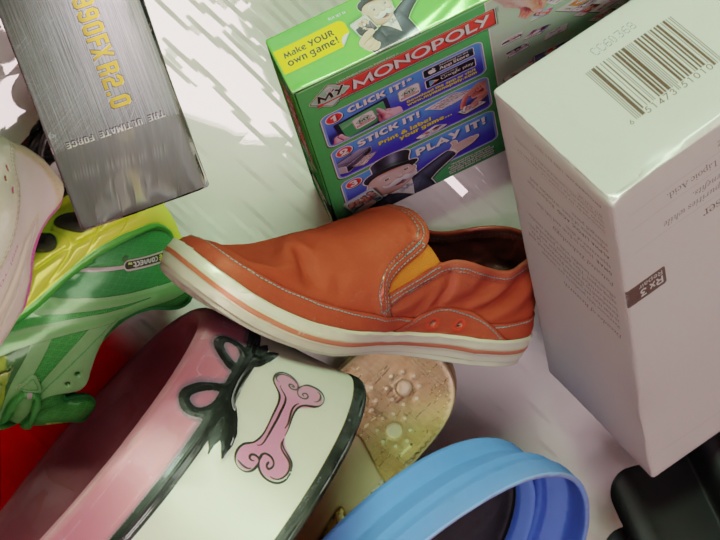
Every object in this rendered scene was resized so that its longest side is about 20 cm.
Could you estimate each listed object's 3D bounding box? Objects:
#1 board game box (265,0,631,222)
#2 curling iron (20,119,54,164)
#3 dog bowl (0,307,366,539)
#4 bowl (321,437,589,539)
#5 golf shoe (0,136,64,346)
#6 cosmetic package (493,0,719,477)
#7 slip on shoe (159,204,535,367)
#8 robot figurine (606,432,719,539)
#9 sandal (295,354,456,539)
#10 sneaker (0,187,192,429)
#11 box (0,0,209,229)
[{"bbox_3d":[0.066,-0.096,1.014,0.200,0.029,0.135,-26,156,-4],"label":"board game box"},{"bbox_3d":[-0.168,-0.011,0.999,0.026,0.050,0.200,41,84,14],"label":"curling iron"},{"bbox_3d":[-0.090,0.099,1.016,0.074,0.200,0.200,41,98,-9],"label":"dog bowl"},{"bbox_3d":[0.019,0.157,1.097,0.201,0.039,0.201,-36,150,-25],"label":"bowl"},{"bbox_3d":[-0.169,0.037,0.951,0.092,0.075,0.200,-16,137,-59],"label":"golf shoe"},{"bbox_3d":[0.131,-0.018,1.033,0.113,0.081,0.200,-35,143,-12],"label":"cosmetic package"},{"bbox_3d":[0.000,0.000,1.039,0.200,0.074,0.061,6,108,-42],"label":"slip on shoe"},{"bbox_3d":[0.215,0.116,1.146,0.200,0.150,0.125,-9,82,-11],"label":"robot figurine"},{"bbox_3d":[-0.033,0.120,1.091,0.078,0.070,0.212,35,102,-1],"label":"sandal"},{"bbox_3d":[-0.153,0.044,1.032,0.200,0.074,0.084,-36,114,2],"label":"sneaker"},{"bbox_3d":[-0.113,-0.127,0.894,0.048,0.200,0.158,-20,117,-2],"label":"box"}]
